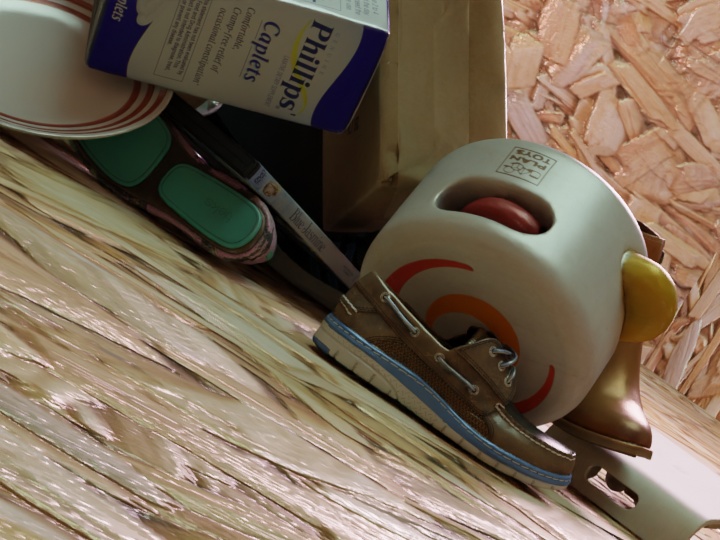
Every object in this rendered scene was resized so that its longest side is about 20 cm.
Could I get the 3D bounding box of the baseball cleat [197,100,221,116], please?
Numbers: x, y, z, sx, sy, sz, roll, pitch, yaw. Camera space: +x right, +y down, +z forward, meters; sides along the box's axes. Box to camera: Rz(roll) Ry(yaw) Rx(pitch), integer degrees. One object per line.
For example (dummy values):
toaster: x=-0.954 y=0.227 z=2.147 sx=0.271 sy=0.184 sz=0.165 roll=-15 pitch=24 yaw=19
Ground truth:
baseball cleat: x=-0.147 y=-0.179 z=1.739 sx=0.200 sy=0.106 sz=0.070 roll=-65 pitch=142 yaw=-55

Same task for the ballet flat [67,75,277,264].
ballet flat: x=-0.140 y=-0.065 z=1.533 sx=0.200 sy=0.069 sz=0.071 roll=37 pitch=-13 yaw=17

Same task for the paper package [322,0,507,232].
paper package: x=0.040 y=-0.133 z=1.665 sx=0.103 sy=0.191 sz=0.200 roll=3 pitch=-11 yaw=-13

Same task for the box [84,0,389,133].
box: x=-0.088 y=-0.213 z=1.545 sx=0.200 sy=0.105 sz=0.184 roll=14 pitch=40 yaw=-13

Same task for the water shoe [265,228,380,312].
water shoe: x=0.000 y=0.000 z=1.679 sx=0.200 sy=0.079 sz=0.071 roll=36 pitch=5 yaw=29

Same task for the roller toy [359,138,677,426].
roller toy: x=0.106 y=0.005 z=1.494 sx=0.200 sy=0.140 sz=0.182 roll=-27 pitch=-72 yaw=45

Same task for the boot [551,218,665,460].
boot: x=0.193 y=0.046 z=1.583 sx=0.074 sy=0.155 sz=0.200 roll=21 pitch=13 yaw=-22

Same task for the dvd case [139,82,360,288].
dvd case: x=-0.084 y=-0.068 z=1.587 sx=0.143 sy=0.018 sz=0.200 roll=40 pitch=-4 yaw=33

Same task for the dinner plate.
dinner plate: x=-0.231 y=-0.151 z=1.501 sx=0.200 sy=0.024 sz=0.200 roll=15 pitch=39 yaw=-12

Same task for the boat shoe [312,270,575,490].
boat shoe: x=0.069 y=0.073 z=1.411 sx=0.200 sy=0.072 sz=0.072 roll=33 pitch=5 yaw=-8

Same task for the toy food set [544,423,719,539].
toy food set: x=0.235 y=0.181 z=1.645 sx=0.143 sy=0.060 sz=0.200 roll=36 pitch=14 yaw=33

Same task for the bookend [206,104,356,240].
bookend: x=-0.076 y=-0.085 z=1.863 sx=0.199 sy=0.092 sz=0.200 roll=55 pitch=-20 yaw=-4

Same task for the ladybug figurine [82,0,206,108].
ladybug figurine: x=-0.199 y=-0.175 z=1.610 sx=0.200 sy=0.136 sz=0.072 roll=-2 pitch=-26 yaw=-5
